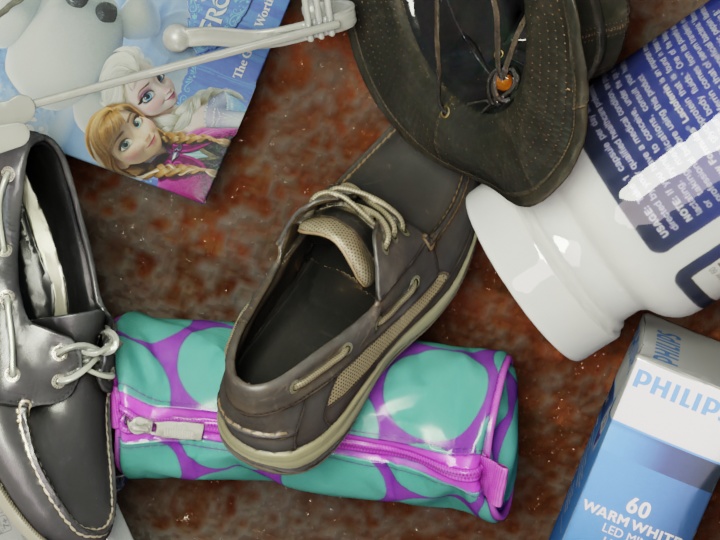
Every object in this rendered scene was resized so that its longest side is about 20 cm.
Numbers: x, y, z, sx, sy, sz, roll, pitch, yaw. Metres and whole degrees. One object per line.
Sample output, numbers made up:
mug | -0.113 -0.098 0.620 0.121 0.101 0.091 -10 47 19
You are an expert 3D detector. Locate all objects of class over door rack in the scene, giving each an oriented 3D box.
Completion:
over door rack | -0.100 -0.154 1.057 0.199 0.067 0.148 -22 116 -30

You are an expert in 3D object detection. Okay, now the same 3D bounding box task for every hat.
hat | 0.067 -0.131 1.067 0.081 0.200 0.201 -21 98 -25

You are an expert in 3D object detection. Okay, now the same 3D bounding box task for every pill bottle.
pill bottle | 0.155 -0.051 1.097 0.200 0.116 0.116 -34 94 12

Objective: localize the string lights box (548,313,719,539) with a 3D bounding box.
string lights box | 0.120 0.129 1.142 0.059 0.103 0.201 22 103 4

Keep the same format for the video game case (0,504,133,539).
video game case | -0.208 0.108 1.195 0.182 0.023 0.201 -24 91 29

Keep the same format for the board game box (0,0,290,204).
board game box | -0.127 -0.156 1.120 0.198 0.043 0.201 19 103 -19

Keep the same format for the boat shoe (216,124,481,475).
boat shoe | 0.000 0.000 1.105 0.074 0.073 0.200 21 62 16

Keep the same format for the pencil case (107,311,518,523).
pencil case | -0.023 0.071 1.157 0.199 0.092 0.085 5 109 8

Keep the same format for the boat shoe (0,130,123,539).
boat shoe | -0.144 0.033 1.105 0.063 0.073 0.201 -17 86 35
